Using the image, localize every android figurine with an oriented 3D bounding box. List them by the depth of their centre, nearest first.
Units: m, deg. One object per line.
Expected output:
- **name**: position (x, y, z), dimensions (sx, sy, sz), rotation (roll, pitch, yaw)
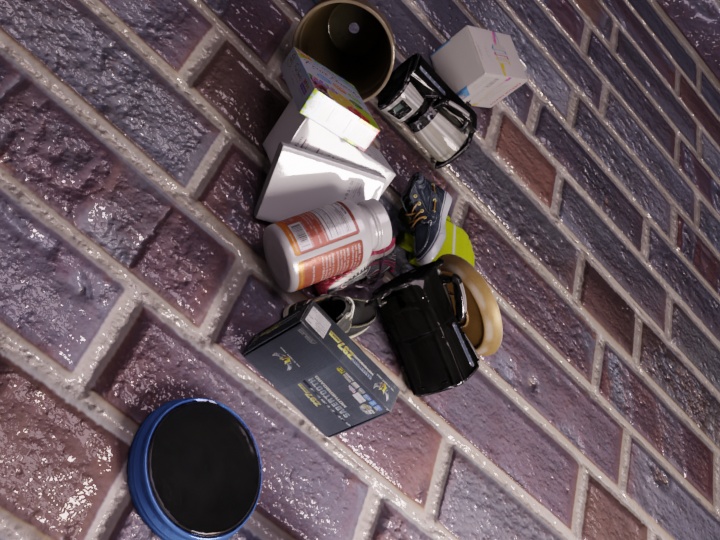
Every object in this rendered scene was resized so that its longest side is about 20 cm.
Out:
- **android figurine**: position (0.154, -0.046, 1.675), dimensions (0.198, 0.041, 0.185), rotation (27, 51, -29)

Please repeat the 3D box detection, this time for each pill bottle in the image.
- **pill bottle**: position (-0.051, -0.048, 1.378), dimensions (0.197, 0.112, 0.114), rotation (-20, 82, -24)

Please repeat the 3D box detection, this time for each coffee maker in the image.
- **coffee maker**: position (0.104, 0.110, 1.462), dimensions (0.190, 0.134, 0.204), rotation (-27, 95, -32)
- **coffee maker**: position (0.140, -0.345, 1.778), dimensions (0.199, 0.134, 0.193), rotation (41, 22, -21)

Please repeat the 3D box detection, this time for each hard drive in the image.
- **hard drive**: position (-0.067, -0.125, 1.421), dimensions (0.196, 0.134, 0.026), rotation (14, 23, -26)

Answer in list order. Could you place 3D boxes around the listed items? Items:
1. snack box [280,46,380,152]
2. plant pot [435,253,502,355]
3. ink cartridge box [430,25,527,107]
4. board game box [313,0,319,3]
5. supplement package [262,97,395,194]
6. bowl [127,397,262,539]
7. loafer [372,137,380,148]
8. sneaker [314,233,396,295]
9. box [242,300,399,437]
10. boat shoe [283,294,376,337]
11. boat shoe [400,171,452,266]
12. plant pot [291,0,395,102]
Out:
- **snack box**: position (-0.055, -0.295, 1.441), dimensions (0.141, 0.053, 0.201), rotation (29, 21, -30)
- **plant pot**: position (0.183, 0.069, 1.540), dimensions (0.027, 0.200, 0.203), rotation (-25, 86, -26)
- **ink cartridge box**: position (0.284, -0.471, 1.967), dimensions (0.198, 0.128, 0.128), rotation (-6, 72, -46)
- **board game box**: position (-0.019, -0.625, 1.700), dimensions (0.103, 0.199, 0.106), rotation (42, 46, -17)
- **supplement package**: position (-0.056, -0.194, 1.472), dimensions (0.198, 0.110, 0.114), rotation (29, 18, -31)
- **bowl**: position (-0.218, 0.270, 1.144), dimensions (0.198, 0.039, 0.205), rotation (23, 54, -35)
- **loafer**: position (-0.048, -0.274, 1.590), dimensions (0.198, 0.071, 0.074), rotation (27, 23, -31)
- **sneaker**: position (0.000, 0.000, 1.479), dimensions (0.198, 0.080, 0.076), rotation (-30, 120, -40)
- **box**: position (-0.060, 0.154, 1.272), dimensions (0.200, 0.157, 0.051), rotation (47, 44, -15)
- **boat shoe**: position (-0.036, 0.074, 1.408), dimensions (0.198, 0.067, 0.073), rotation (1, 67, -47)
- **boat shoe**: position (0.113, -0.099, 1.599), dimensions (0.090, 0.071, 0.202), rotation (35, 41, -17)
- **plant pot**: position (-0.023, -0.447, 1.629), dimensions (0.200, 0.199, 0.175), rotation (42, 29, -18)
